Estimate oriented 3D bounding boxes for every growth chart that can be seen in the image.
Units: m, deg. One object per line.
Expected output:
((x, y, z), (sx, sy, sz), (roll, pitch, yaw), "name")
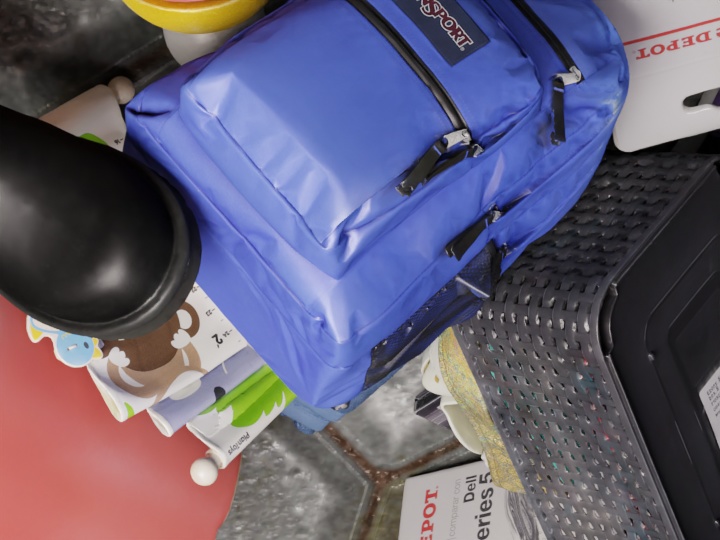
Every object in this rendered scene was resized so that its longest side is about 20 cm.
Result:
((-0.102, 0.005, 0.941), (0.018, 0.145, 0.200), (-24, 109, 44), "growth chart")

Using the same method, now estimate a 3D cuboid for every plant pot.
((-0.170, 0.087, 0.986), (0.177, 0.201, 0.200), (31, 121, -30), "plant pot")

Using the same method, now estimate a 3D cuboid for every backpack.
((0.021, -0.063, 0.856), (0.200, 0.163, 0.168), (-37, 171, -21), "backpack")

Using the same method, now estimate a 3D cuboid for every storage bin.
((0.143, 0.052, 0.962), (0.093, 0.135, 0.201), (6, 131, 45), "storage bin")

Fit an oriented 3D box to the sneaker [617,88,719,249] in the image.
((0.188, -0.021, 1.010), (0.075, 0.088, 0.201), (6, 131, -13), "sneaker")

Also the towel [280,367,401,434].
((0.000, 0.000, 1.033), (0.111, 0.049, 0.200), (31, 122, -29), "towel")

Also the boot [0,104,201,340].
((-0.179, -0.044, 0.788), (0.080, 0.210, 0.158), (-64, 156, 1), "boot")

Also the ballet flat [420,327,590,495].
((0.068, 0.060, 1.035), (0.070, 0.071, 0.200), (-19, 141, 10), "ballet flat")

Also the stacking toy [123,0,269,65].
((-0.072, -0.156, 0.860), (0.145, 0.147, 0.200), (-8, 151, 0), "stacking toy")

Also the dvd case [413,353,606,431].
((0.153, 0.084, 1.123), (0.199, 0.016, 0.149), (26, 139, -26), "dvd case")

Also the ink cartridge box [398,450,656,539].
((0.120, 0.177, 1.110), (0.199, 0.146, 0.084), (-17, 133, 26), "ink cartridge box")

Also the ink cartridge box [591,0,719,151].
((0.148, -0.161, 0.896), (0.115, 0.067, 0.201), (-14, 131, 4), "ink cartridge box")
